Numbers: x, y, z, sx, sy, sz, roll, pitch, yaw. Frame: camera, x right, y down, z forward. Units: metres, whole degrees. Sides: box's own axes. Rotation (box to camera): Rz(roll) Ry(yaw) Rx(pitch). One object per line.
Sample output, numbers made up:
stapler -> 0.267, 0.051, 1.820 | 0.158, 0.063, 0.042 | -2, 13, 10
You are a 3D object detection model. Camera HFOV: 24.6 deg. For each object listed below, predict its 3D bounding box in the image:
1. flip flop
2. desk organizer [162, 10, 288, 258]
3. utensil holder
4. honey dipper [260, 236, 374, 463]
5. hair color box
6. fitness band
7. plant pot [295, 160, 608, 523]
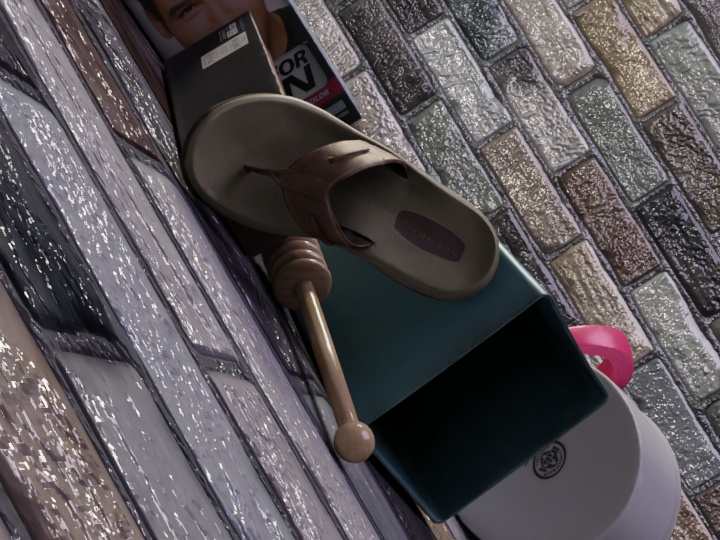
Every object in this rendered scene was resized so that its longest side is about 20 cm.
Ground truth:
flip flop -> -0.006, -0.040, 0.946 | 0.199, 0.081, 0.058 | 27, -4, -13
desk organizer -> -0.073, -0.092, 1.069 | 0.077, 0.071, 0.200 | 59, 4, -26
utensil holder -> 0.164, 0.165, 1.332 | 0.171, 0.169, 0.200 | 60, 6, 22
honey dipper -> -0.022, 0.042, 0.961 | 0.038, 0.038, 0.200 | 55, 8, -38
hair color box -> -0.093, -0.172, 1.188 | 0.200, 0.099, 0.061 | 56, 6, -25
fitness band -> 0.148, 0.102, 1.455 | 0.143, 0.200, 0.038 | 19, 49, -35
plant pot -> 0.035, 0.028, 1.083 | 0.200, 0.141, 0.141 | 54, 1, 40
